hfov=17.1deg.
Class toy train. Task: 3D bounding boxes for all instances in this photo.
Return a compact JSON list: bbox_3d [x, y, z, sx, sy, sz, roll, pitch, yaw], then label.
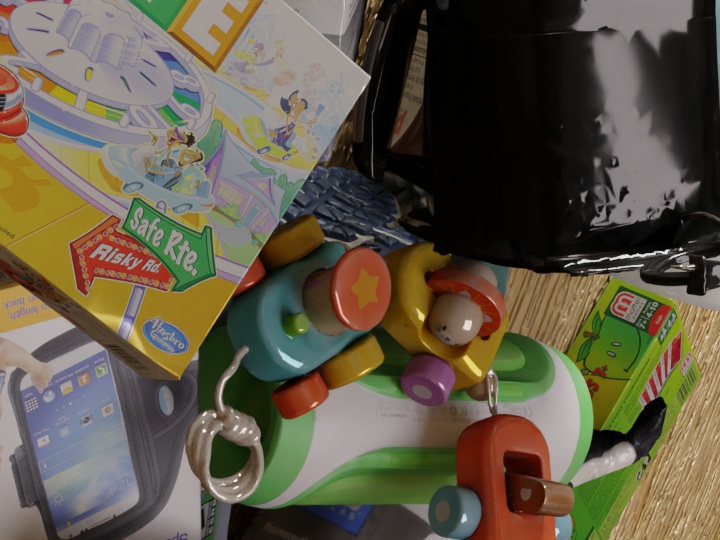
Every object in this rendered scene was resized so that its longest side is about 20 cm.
[{"bbox_3d":[0.023,0.053,0.998,0.199,0.055,0.151,18,64,-38],"label":"toy train"}]

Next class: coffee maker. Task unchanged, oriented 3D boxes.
[{"bbox_3d":[0.095,-0.108,0.968,0.134,0.191,0.201,-15,107,-45],"label":"coffee maker"}]

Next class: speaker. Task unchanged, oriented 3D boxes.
[{"bbox_3d":[0.015,0.066,1.090,0.199,0.088,0.089,5,107,-43],"label":"speaker"}]

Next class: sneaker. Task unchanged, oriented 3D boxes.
[{"bbox_3d":[0.000,0.000,1.126,0.200,0.077,0.086,-23,141,-65],"label":"sneaker"}]

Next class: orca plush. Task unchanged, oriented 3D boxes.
[{"bbox_3d":[0.087,0.098,1.361,0.199,0.105,0.071,-17,85,-24],"label":"orca plush"}]

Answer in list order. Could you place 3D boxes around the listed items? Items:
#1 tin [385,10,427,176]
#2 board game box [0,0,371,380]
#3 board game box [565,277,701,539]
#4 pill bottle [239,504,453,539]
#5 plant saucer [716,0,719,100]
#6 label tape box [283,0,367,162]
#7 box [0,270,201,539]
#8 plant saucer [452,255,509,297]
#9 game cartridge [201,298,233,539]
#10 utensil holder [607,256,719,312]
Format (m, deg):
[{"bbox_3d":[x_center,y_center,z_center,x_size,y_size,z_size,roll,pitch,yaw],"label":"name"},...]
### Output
[{"bbox_3d":[0.054,-0.136,1.109,0.112,0.042,0.201,-139,-112,-77],"label":"tin"},{"bbox_3d":[-0.108,-0.074,0.828,0.200,0.034,0.135,39,73,-23],"label":"board game box"},{"bbox_3d":[0.137,0.116,1.487,0.201,0.047,0.102,-58,150,-16],"label":"board game box"},{"bbox_3d":[-0.009,0.157,1.199,0.201,0.113,0.114,-58,151,-17],"label":"pill bottle"},{"bbox_3d":[0.127,-0.104,1.083,0.027,0.200,0.201,-5,122,-16],"label":"plant saucer"},{"bbox_3d":[-0.022,-0.163,0.935,0.143,0.066,0.201,-78,178,-64],"label":"label tape box"},{"bbox_3d":[-0.123,0.081,0.974,0.119,0.041,0.201,-16,120,-29],"label":"box"},{"bbox_3d":[0.059,-0.066,1.207,0.019,0.070,0.201,-9,121,-28],"label":"plant saucer"},{"bbox_3d":[-0.106,0.095,1.074,0.133,0.040,0.201,-23,129,-47],"label":"game cartridge"},{"bbox_3d":[0.196,-0.095,1.309,0.170,0.169,0.201,-6,117,-58],"label":"utensil holder"}]
